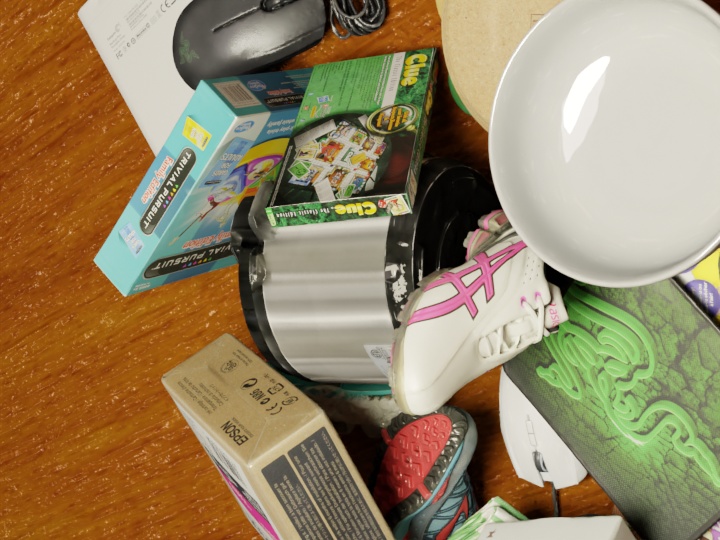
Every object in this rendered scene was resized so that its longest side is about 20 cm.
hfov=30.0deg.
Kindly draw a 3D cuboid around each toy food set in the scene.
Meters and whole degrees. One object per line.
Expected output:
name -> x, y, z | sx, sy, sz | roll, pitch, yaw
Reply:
toy food set -> 0.144, -0.176, 0.988 | 0.199, 0.049, 0.199 | -9, 95, 35

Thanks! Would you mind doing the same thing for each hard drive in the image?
hard drive -> -0.168, -0.188, 1.215 | 0.132, 0.027, 0.200 | -36, 78, 34

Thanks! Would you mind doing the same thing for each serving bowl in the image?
serving bowl -> 0.186, -0.089, 0.900 | 0.200, 0.066, 0.201 | 2, 93, 40

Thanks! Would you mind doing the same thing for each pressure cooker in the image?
pressure cooker -> -0.001, 0.002, 1.048 | 0.199, 0.178, 0.177 | -3, 101, 34

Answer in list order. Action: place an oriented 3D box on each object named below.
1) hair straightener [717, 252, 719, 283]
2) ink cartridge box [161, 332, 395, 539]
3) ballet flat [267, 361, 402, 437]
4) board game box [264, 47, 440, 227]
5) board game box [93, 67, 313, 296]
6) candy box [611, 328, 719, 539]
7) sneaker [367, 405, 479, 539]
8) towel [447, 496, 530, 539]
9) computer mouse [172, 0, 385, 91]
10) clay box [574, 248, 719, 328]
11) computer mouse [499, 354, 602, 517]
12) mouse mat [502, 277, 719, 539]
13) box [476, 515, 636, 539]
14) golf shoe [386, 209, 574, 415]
hair straightener -> 0.295, -0.047, 0.873 | 0.077, 0.041, 0.200 | 39, 104, -2
ink cartridge box -> -0.063, 0.158, 1.067 | 0.200, 0.075, 0.165 | 29, 149, 60
ballet flat -> -0.007, 0.110, 1.151 | 0.200, 0.072, 0.072 | 0, 100, 40
board game box -> -0.001, -0.103, 1.007 | 0.104, 0.200, 0.024 | -7, 127, 17
board game box -> -0.116, -0.075, 1.127 | 0.047, 0.151, 0.200 | 47, 122, 17
candy box -> 0.255, 0.149, 0.978 | 0.116, 0.056, 0.201 | 22, 111, 30
sneaker -> 0.057, 0.180, 1.102 | 0.079, 0.095, 0.200 | 61, 139, 38
towel -> 0.103, 0.279, 1.090 | 0.152, 0.023, 0.200 | 35, 122, -12
computer mouse -> -0.089, -0.217, 1.118 | 0.200, 0.053, 0.139 | -31, 82, 26
clay box -> 0.226, -0.019, 0.965 | 0.199, 0.048, 0.115 | 2, 101, 34
computer mouse -> 0.141, 0.136, 1.060 | 0.109, 0.044, 0.201 | -1, 100, 36
mouse mat -> 0.203, 0.089, 0.965 | 0.200, 0.008, 0.161 | 51, 126, 22
box -> 0.169, 0.285, 0.986 | 0.124, 0.098, 0.200 | -14, 120, 42
golf shoe -> 0.093, 0.026, 0.926 | 0.092, 0.200, 0.073 | 9, 134, 37
